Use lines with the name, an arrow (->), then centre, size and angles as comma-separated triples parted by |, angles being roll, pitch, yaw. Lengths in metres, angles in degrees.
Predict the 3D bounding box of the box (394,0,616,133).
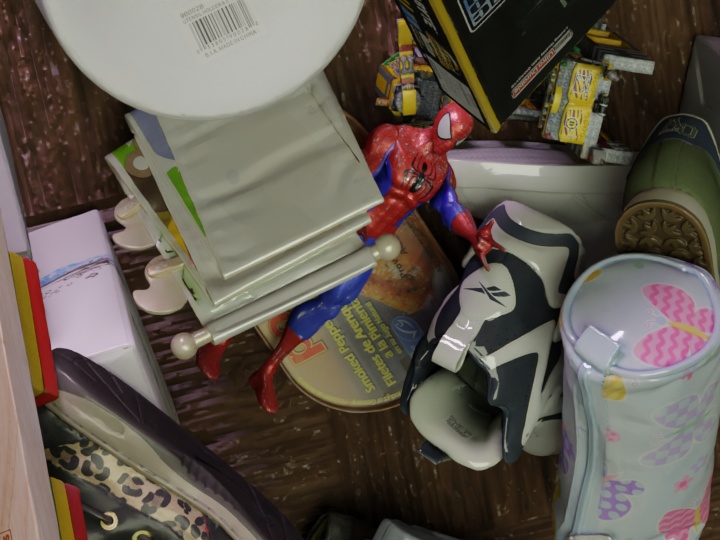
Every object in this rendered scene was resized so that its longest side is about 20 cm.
box -> 0.098, -0.183, 1.173 | 0.200, 0.049, 0.160 | -47, 151, -8

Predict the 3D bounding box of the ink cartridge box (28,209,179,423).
ink cartridge box -> -0.170, 0.086, 1.276 | 0.144, 0.200, 0.147 | -20, 112, -3

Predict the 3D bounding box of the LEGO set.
LEGO set -> 0.093, -0.142, 1.298 | 0.154, 0.116, 0.200 | 16, 104, -17

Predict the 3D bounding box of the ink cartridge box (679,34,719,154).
ink cartridge box -> 0.290, -0.076, 1.365 | 0.200, 0.116, 0.068 | 5, 108, -13

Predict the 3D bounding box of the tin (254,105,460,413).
tin -> -0.022, -0.011, 1.363 | 0.112, 0.042, 0.200 | -34, 113, -4

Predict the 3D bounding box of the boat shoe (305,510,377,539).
boat shoe -> -0.051, 0.226, 1.424 | 0.066, 0.072, 0.201 | 35, 93, -15

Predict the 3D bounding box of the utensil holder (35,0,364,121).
utensil holder -> -0.090, -0.175, 1.204 | 0.170, 0.200, 0.170 | -4, 109, -11

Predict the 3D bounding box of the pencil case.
pencil case -> 0.142, 0.079, 1.292 | 0.091, 0.083, 0.200 | -24, 144, -17

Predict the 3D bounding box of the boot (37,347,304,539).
boot -> -0.116, 0.150, 1.161 | 0.200, 0.073, 0.151 | 42, 96, -18

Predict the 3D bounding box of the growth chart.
growth chart -> -0.063, -0.053, 1.272 | 0.145, 0.200, 0.018 | -19, 146, 0

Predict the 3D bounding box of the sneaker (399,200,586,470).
sneaker -> 0.070, 0.069, 1.334 | 0.130, 0.079, 0.199 | -52, 160, -28

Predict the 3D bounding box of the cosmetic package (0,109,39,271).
cosmetic package -> -0.222, -0.082, 1.216 | 0.090, 0.107, 0.200 | -12, 80, -7

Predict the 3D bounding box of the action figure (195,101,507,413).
action figure -> 0.000, 0.000, 1.290 | 0.065, 0.099, 0.200 | 31, 106, -29

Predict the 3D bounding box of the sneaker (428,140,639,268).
sneaker -> 0.114, -0.010, 1.373 | 0.200, 0.074, 0.116 | 5, 104, -15

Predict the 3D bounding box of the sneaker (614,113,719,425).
sneaker -> 0.176, 0.000, 1.328 | 0.067, 0.090, 0.200 | 5, 141, 15

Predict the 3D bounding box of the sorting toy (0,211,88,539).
sorting toy -> -0.220, 0.089, 1.102 | 0.199, 0.200, 0.070 | -23, 155, 19

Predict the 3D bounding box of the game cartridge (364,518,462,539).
game cartridge -> 0.058, 0.227, 1.424 | 0.200, 0.041, 0.133 | 22, 101, -39
